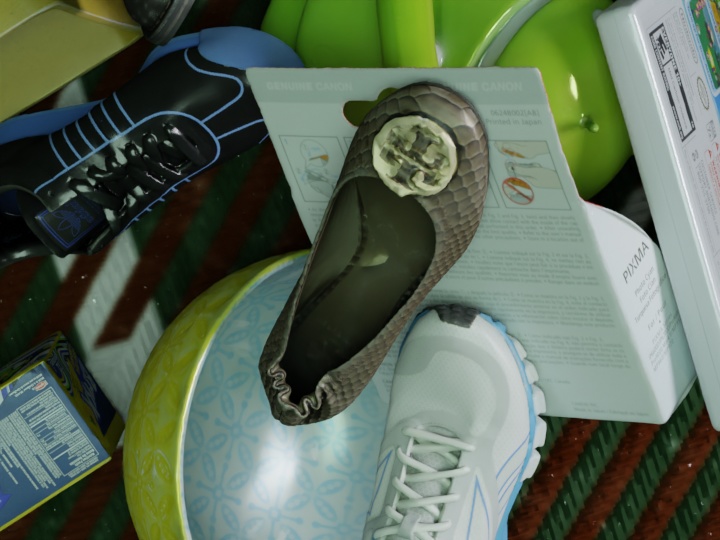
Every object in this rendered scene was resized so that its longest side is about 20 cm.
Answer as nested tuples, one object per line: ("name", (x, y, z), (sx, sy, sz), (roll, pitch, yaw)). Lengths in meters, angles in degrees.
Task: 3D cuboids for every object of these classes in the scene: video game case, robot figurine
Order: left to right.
("robot figurine", (0.050, -0.098, 1.252), (0.200, 0.175, 0.116), (31, 99, 31))
("video game case", (0.172, -0.048, 1.255), (0.024, 0.182, 0.200), (-12, 103, 26))

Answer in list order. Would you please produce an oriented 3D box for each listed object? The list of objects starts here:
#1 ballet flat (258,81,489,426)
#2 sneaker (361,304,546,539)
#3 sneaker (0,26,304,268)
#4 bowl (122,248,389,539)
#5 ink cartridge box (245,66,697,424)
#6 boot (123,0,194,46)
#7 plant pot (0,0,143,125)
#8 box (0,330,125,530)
("ballet flat", (0.000, 0.000, 1.174), (0.067, 0.046, 0.200), (36, 130, 8))
("sneaker", (0.034, 0.114, 1.223), (0.075, 0.087, 0.200), (13, 117, 20))
("sneaker", (-0.112, -0.050, 1.268), (0.200, 0.078, 0.070), (-21, 128, 35))
("bowl", (-0.052, 0.088, 1.311), (0.108, 0.200, 0.201), (1, 107, 45))
("ink cartridge box", (0.052, -0.021, 1.208), (0.160, 0.047, 0.200), (3, 129, 35))
("boot", (-0.156, -0.183, 1.126), (0.174, 0.200, 0.069), (15, 124, -31))
("plant pot", (-0.246, -0.141, 1.240), (0.200, 0.200, 0.177), (-31, 87, 7))
("box", (-0.221, 0.115, 1.349), (0.200, 0.070, 0.064), (-32, 99, 7))
